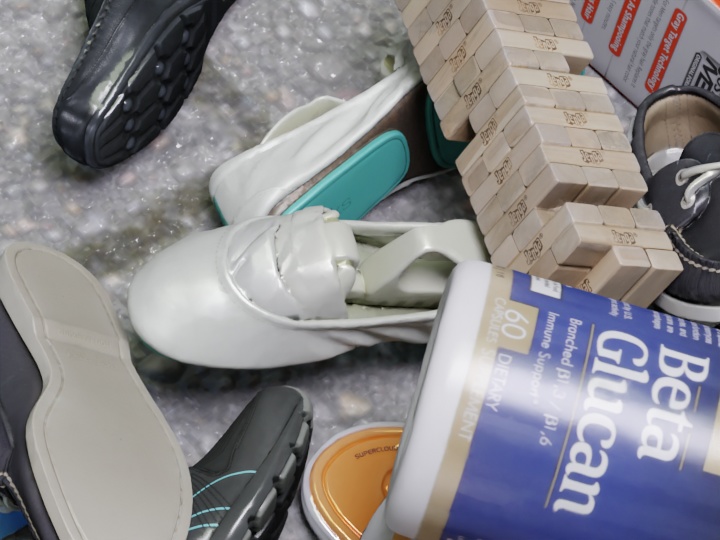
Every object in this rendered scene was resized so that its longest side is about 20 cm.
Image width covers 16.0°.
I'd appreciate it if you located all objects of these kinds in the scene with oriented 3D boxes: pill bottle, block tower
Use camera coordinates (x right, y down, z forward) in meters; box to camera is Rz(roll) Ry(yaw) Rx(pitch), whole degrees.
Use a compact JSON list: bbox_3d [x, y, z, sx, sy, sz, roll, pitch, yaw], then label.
[{"bbox_3d":[0.117,0.074,0.988,0.199,0.111,0.111,16,57,0],"label":"pill bottle"},{"bbox_3d":[0.070,-0.069,1.096,0.054,0.058,0.201,4,52,-36],"label":"block tower"}]

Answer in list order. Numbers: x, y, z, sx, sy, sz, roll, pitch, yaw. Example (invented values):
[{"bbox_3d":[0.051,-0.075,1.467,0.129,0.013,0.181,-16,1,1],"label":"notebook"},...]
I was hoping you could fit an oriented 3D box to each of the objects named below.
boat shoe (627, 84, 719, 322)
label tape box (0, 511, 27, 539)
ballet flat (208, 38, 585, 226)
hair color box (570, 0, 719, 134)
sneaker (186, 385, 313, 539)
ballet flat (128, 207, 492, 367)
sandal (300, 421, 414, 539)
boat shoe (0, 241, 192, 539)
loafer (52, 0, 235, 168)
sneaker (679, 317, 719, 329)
[{"bbox_3d":[0.154,-0.032,1.106,0.073,0.061,0.200,-8,18,3],"label":"boat shoe"},{"bbox_3d":[-0.235,0.074,1.040,0.199,0.063,0.144,-30,68,-24],"label":"label tape box"},{"bbox_3d":[0.013,-0.070,1.177,0.200,0.070,0.069,-32,68,-24],"label":"ballet flat"},{"bbox_3d":[0.122,-0.156,1.220,0.061,0.102,0.200,-36,71,-27],"label":"hair color box"},{"bbox_3d":[-0.086,0.117,1.033,0.079,0.076,0.200,27,58,10],"label":"sneaker"},{"bbox_3d":[0.000,0.000,1.088,0.199,0.070,0.070,0,57,-28],"label":"ballet flat"},{"bbox_3d":[0.073,0.119,1.066,0.206,0.059,0.079,32,59,11],"label":"sandal"},{"bbox_3d":[-0.121,0.072,1.033,0.072,0.063,0.200,20,29,-32],"label":"boat shoe"},{"bbox_3d":[-0.100,-0.127,1.188,0.070,0.068,0.201,17,52,11],"label":"loafer"},{"bbox_3d":[0.176,0.055,1.105,0.090,0.070,0.200,46,49,15],"label":"sneaker"}]
